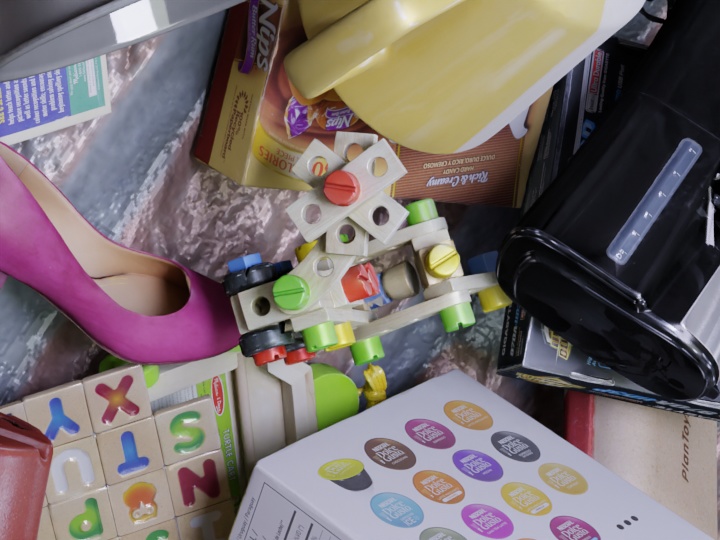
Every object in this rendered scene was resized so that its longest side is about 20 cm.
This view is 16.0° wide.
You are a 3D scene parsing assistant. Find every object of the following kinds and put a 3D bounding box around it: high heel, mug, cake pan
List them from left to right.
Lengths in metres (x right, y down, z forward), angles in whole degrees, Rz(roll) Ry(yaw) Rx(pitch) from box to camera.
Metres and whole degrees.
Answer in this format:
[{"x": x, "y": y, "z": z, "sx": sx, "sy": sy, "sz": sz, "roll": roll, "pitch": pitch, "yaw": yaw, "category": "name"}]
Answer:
[{"x": -0.126, "y": -0.009, "z": 1.319, "sx": 0.199, "sy": 0.068, "sz": 0.096, "roll": 8, "pitch": 128, "yaw": -36, "category": "high heel"}, {"x": -0.090, "y": -0.140, "z": 1.199, "sx": 0.199, "sy": 0.200, "sz": 0.037, "roll": -22, "pitch": 91, "yaw": -27, "category": "cake pan"}, {"x": 0.065, "y": -0.140, "z": 1.283, "sx": 0.149, "sy": 0.153, "sz": 0.187, "roll": 36, "pitch": 53, "yaw": -23, "category": "mug"}]

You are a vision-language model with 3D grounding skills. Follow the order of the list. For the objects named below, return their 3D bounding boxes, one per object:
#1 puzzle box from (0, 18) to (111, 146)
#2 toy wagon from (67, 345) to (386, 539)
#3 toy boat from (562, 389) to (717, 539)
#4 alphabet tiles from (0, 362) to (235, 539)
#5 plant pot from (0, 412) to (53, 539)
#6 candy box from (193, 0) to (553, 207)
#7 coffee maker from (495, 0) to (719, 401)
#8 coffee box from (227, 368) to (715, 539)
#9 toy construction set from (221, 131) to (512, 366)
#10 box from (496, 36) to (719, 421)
[{"x": -0.193, "y": -0.152, "z": 1.244, "sx": 0.132, "sy": 0.025, "sz": 0.201, "roll": -20, "pitch": 121, "yaw": -29, "category": "puzzle box"}, {"x": -0.075, "y": 0.098, "z": 1.438, "sx": 0.199, "sy": 0.040, "sz": 0.156, "roll": -21, "pitch": 122, "yaw": -29, "category": "toy wagon"}, {"x": 0.140, "y": 0.128, "z": 1.562, "sx": 0.131, "sy": 0.130, "sz": 0.201, "roll": 45, "pitch": 39, "yaw": -40, "category": "toy boat"}, {"x": -0.147, "y": 0.149, "z": 1.389, "sx": 0.165, "sy": 0.006, "sz": 0.201, "roll": -17, "pitch": 120, "yaw": -14, "category": "alphabet tiles"}, {"x": -0.245, "y": 0.158, "z": 1.250, "sx": 0.200, "sy": 0.200, "sz": 0.197, "roll": 14, "pitch": 93, "yaw": -40, "category": "plant pot"}, {"x": 0.014, "y": -0.101, "z": 1.403, "sx": 0.199, "sy": 0.056, "sz": 0.117, "roll": 4, "pitch": 107, "yaw": -37, "category": "candy box"}, {"x": 0.159, "y": -0.056, "z": 1.387, "sx": 0.200, "sy": 0.191, "sz": 0.135, "roll": -52, "pitch": 149, "yaw": -18, "category": "coffee maker"}, {"x": 0.042, "y": 0.207, "z": 1.418, "sx": 0.199, "sy": 0.197, "sz": 0.201, "roll": -21, "pitch": 137, "yaw": -51, "category": "coffee box"}, {"x": 0.000, "y": 0.000, "z": 1.356, "sx": 0.130, "sy": 0.093, "sz": 0.200, "roll": -18, "pitch": 159, "yaw": 11, "category": "toy construction set"}, {"x": 0.171, "y": -0.024, "z": 1.467, "sx": 0.158, "sy": 0.046, "sz": 0.201, "roll": 12, "pitch": 80, "yaw": -17, "category": "box"}]
